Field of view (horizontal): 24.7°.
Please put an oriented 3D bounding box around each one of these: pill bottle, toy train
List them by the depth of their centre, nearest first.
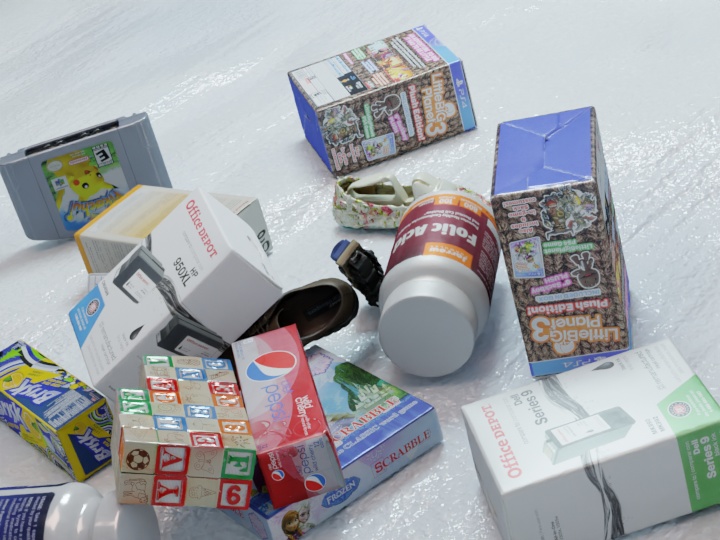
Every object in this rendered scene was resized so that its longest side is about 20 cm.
[{"bbox_3d":[-0.283,0.246,1.447,0.199,0.116,0.116,-6,30,18],"label":"pill bottle"},{"bbox_3d":[0.080,0.013,1.674,0.113,0.115,0.200,-7,30,15],"label":"pill bottle"},{"bbox_3d":[0.000,0.000,1.694,0.046,0.200,0.034,37,85,12],"label":"toy train"}]

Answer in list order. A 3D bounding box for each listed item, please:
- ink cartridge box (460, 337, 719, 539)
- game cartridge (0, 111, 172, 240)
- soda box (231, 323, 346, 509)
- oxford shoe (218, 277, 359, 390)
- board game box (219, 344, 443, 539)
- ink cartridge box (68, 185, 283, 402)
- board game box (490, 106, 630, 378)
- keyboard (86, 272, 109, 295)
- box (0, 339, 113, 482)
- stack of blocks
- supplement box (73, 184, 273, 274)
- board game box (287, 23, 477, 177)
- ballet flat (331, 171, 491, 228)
[{"bbox_3d":[0.200,0.153,1.397,0.199,0.084,0.146,-18,28,-3],"label":"ink cartridge box"},{"bbox_3d":[-0.346,-0.113,2.092,0.199,0.134,0.041,-18,35,-2],"label":"game cartridge"},{"bbox_3d":[-0.069,0.130,1.509,0.070,0.064,0.200,-17,28,-3],"label":"soda box"},{"bbox_3d":[-0.097,0.066,1.666,0.200,0.073,0.084,-36,-8,1],"label":"oxford shoe"},{"bbox_3d":[-0.059,0.161,1.559,0.199,0.041,0.199,-31,32,-27],"label":"board game box"},{"bbox_3d":[-0.190,0.033,1.679,0.200,0.084,0.145,-44,36,7],"label":"ink cartridge box"},{"bbox_3d":[0.195,-0.028,1.581,0.096,0.201,0.160,-9,28,13],"label":"board game box"},{"bbox_3d":[-0.227,0.030,1.868,0.199,0.057,0.011,-1,-1,26],"label":"keyboard"},{"bbox_3d":[-0.322,0.141,1.697,0.064,0.070,0.200,-33,33,-24],"label":"box"},{"bbox_3d":[-0.165,0.141,1.482,0.114,0.059,0.200,5,19,-13],"label":"stack of blocks"},{"bbox_3d":[-0.222,-0.034,1.952,0.199,0.074,0.126,8,37,37],"label":"supplement box"},{"bbox_3d":[0.026,-0.222,2.132,0.199,0.097,0.160,-20,29,-7],"label":"board game box"},{"bbox_3d":[0.053,-0.082,1.909,0.199,0.064,0.076,-2,31,24],"label":"ballet flat"}]
